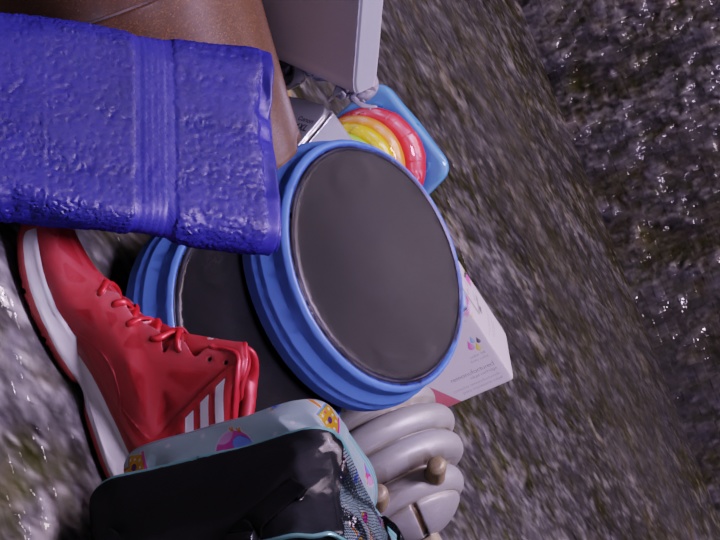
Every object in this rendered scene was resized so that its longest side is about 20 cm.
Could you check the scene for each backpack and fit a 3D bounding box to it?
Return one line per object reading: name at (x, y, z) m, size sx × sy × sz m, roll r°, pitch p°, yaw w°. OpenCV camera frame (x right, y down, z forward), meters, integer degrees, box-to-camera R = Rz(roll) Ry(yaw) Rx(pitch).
backpack at (-0.053, 0.184, 1.413) m, size 0.153 × 0.176 × 0.200 m, roll -89°, pitch 156°, yaw -51°

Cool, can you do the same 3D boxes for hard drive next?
hard drive at (-0.067, -0.218, 1.671) m, size 0.027 × 0.200 × 0.132 m, roll -27°, pitch 132°, yaw -43°

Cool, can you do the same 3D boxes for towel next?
towel at (-0.149, -0.083, 1.499) m, size 0.200 × 0.050 × 0.148 m, roll 8°, pitch 61°, yaw -21°

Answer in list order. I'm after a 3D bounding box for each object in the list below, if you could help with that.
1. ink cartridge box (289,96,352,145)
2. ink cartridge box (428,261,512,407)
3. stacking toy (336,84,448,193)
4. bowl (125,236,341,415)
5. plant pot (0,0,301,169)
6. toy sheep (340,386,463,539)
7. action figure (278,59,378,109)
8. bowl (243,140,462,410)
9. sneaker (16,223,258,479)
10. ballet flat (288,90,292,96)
ink cartridge box at (-0.045, -0.042, 1.858) m, size 0.146 × 0.083 × 0.200 m, roll 19°, pitch -27°, yaw 48°
ink cartridge box at (0.038, 0.032, 2.105) m, size 0.200 × 0.116 × 0.068 m, roll 55°, pitch 18°, yaw -32°
stacking toy at (-0.015, -0.088, 2.176) m, size 0.116 × 0.110 × 0.200 m, roll 51°, pitch 24°, yaw 5°
bowl at (-0.083, 0.055, 1.661) m, size 0.201 × 0.039 × 0.201 m, roll 31°, pitch 49°, yaw -45°
plant pot at (-0.143, -0.149, 1.629) m, size 0.200 × 0.200 × 0.198 m, roll -74°, pitch 146°, yaw -69°
toy sheep at (0.018, 0.143, 1.823) m, size 0.200 × 0.138 × 0.138 m, roll 66°, pitch 14°, yaw 19°
action figure at (-0.059, -0.188, 1.760) m, size 0.200 × 0.069 × 0.130 m, roll 45°, pitch -30°, yaw 7°
bowl at (0.000, 0.000, 1.718) m, size 0.201 × 0.039 × 0.201 m, roll 23°, pitch 58°, yaw -42°
sneaker at (-0.129, 0.039, 1.490) m, size 0.200 × 0.115 × 0.078 m, roll 65°, pitch 14°, yaw -1°
ballet flat at (-0.083, -0.137, 1.962) m, size 0.200 × 0.069 × 0.063 m, roll 88°, pitch 22°, yaw -72°
